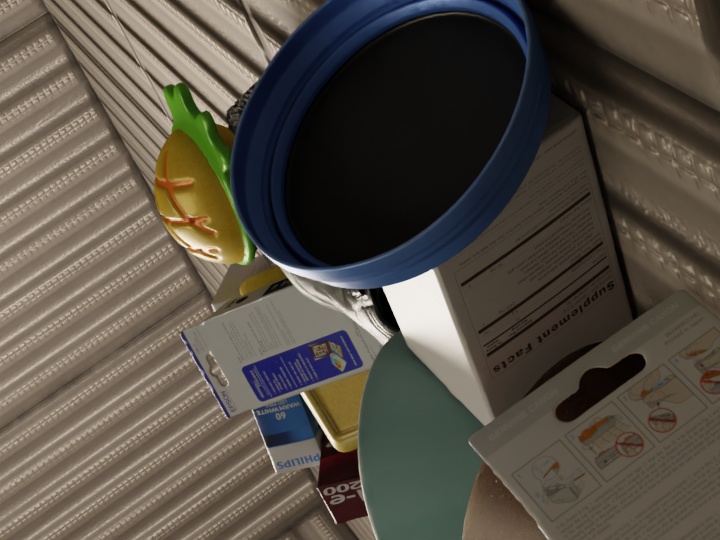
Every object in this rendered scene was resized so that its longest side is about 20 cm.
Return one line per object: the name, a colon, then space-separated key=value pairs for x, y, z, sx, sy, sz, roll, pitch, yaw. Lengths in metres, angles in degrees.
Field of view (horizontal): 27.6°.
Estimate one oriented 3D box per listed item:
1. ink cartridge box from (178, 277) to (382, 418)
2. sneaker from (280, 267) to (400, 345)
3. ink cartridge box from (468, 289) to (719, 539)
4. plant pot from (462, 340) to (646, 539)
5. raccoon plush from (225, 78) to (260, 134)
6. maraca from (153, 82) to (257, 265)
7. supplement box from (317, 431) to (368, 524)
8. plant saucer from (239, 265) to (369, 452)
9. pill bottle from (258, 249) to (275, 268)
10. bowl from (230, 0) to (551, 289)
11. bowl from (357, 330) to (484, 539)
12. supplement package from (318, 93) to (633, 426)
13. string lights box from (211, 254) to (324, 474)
ink cartridge box: x=-0.058 y=0.058 z=1.316 sx=0.100 sy=0.198 sz=0.039 roll=62 pitch=-154 yaw=-15
sneaker: x=0.000 y=0.000 z=1.189 sx=0.200 sy=0.071 sz=0.099 roll=40 pitch=163 yaw=19
ink cartridge box: x=0.177 y=0.123 z=0.778 sx=0.200 sy=0.159 sz=0.047 roll=48 pitch=166 yaw=38
plant pot: x=0.193 y=0.167 z=0.857 sx=0.199 sy=0.187 sz=0.188 roll=28 pitch=153 yaw=41
raccoon plush: x=-0.039 y=-0.118 z=1.262 sx=0.134 sy=0.097 sz=0.200 roll=49 pitch=170 yaw=-3
maraca: x=-0.139 y=-0.086 z=1.353 sx=0.137 sy=0.106 sz=0.201 roll=44 pitch=157 yaw=32
supplement box: x=0.020 y=0.160 z=1.521 sx=0.201 sy=0.108 sz=0.061 roll=-86 pitch=-26 yaw=-51
plant saucer: x=0.004 y=0.070 z=1.350 sx=0.201 sy=0.199 sz=0.049 roll=58 pitch=-151 yaw=-13
pill bottle: x=-0.024 y=-0.001 z=1.466 sx=0.201 sy=0.110 sz=0.111 roll=57 pitch=170 yaw=-1
bowl: x=0.016 y=-0.081 z=0.817 sx=0.039 sy=0.201 sz=0.201 roll=39 pitch=-175 yaw=-44
bowl: x=0.095 y=0.130 z=1.030 sx=0.104 sy=0.201 sz=0.202 roll=-14 pitch=118 yaw=33
supplement package: x=0.078 y=-0.017 z=0.916 sx=0.121 sy=0.119 sz=0.201 roll=44 pitch=164 yaw=45
string lights box: x=-0.085 y=0.095 z=1.513 sx=0.103 sy=0.058 sz=0.202 roll=-72 pitch=-35 yaw=-66
